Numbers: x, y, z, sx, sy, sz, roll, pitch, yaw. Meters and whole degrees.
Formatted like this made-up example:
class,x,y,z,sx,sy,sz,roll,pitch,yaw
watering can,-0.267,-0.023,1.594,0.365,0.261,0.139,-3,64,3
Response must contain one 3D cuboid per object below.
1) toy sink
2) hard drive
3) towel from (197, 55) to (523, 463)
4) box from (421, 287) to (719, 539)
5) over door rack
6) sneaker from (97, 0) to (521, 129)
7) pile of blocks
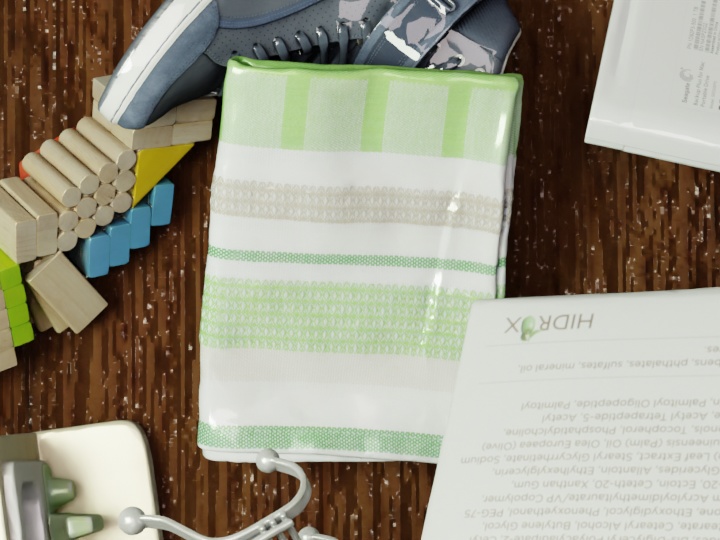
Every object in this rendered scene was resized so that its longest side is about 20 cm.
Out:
class,x,y,z,sx,sy,sz,roll,pitch,yaw
toy sink,-0.201,0.149,1.113,0.200,0.112,0.130,-8,86,3
hard drive,0.218,-0.096,1.117,0.200,0.026,0.132,13,54,4
towel,0.000,0.000,1.102,0.149,0.031,0.200,1,109,-11
box,0.155,0.128,0.999,0.200,0.199,0.171,-3,56,28
over door rack,-0.092,0.185,1.079,0.200,0.148,0.067,-39,49,-13
sneaker,-0.015,-0.100,1.116,0.202,0.077,0.146,-41,87,-21
pile of blocks,-0.156,-0.024,1.156,0.200,0.082,0.062,-42,42,-9
